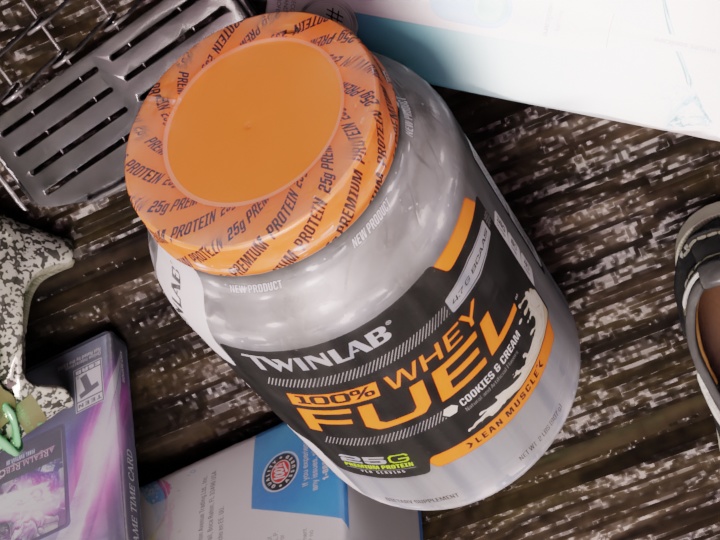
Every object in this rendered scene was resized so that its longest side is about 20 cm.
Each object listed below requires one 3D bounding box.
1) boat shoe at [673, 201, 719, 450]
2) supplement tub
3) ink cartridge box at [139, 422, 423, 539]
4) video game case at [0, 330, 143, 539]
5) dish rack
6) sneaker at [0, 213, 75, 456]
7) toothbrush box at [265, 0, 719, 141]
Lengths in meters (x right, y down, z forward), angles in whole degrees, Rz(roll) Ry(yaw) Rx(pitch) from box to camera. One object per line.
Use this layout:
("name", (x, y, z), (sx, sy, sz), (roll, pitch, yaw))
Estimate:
("boat shoe", (0.184, 0.070, 0.755), (0.072, 0.068, 0.201), (-22, 109, 14))
("supplement tub", (0.000, 0.000, 0.675), (0.122, 0.123, 0.200), (-20, 144, 15))
("ink cartridge box", (-0.074, 0.166, 0.780), (0.199, 0.145, 0.085), (-24, 126, 16))
("video game case", (-0.155, 0.135, 0.766), (0.142, 0.201, 0.019), (-25, 139, 17))
("dish rack", (-0.139, -0.121, 0.726), (0.153, 0.055, 0.200), (-31, 105, 19))
("sneaker", (-0.169, 0.062, 0.764), (0.088, 0.077, 0.201), (12, 85, -8))
("toothbrush box", (0.074, -0.142, 0.673), (0.199, 0.085, 0.147), (12, 114, 1))
